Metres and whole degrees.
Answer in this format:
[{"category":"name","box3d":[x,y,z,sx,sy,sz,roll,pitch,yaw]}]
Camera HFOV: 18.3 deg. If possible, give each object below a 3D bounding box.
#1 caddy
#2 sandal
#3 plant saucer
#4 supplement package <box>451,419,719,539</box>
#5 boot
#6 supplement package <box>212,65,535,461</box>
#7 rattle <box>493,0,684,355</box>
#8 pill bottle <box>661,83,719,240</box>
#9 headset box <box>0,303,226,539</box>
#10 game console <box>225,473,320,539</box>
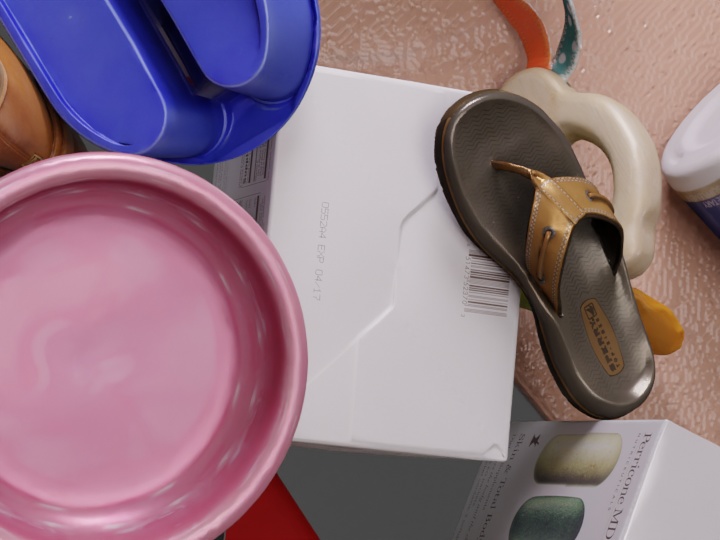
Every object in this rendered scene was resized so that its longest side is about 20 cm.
[{"category":"caddy","box3d":[-0.109,-0.149,1.155,0.141,0.105,0.201,-32,88,16]},{"category":"sandal","box3d":[0.110,-0.009,1.202,0.081,0.054,0.201,-30,101,-26]},{"category":"plant saucer","box3d":[-0.126,0.043,1.063,0.199,0.051,0.202,-2,98,-16]},{"category":"supplement package","box3d":[0.154,0.180,1.249,0.150,0.200,0.153,27,76,-19]},{"category":"boot","box3d":[-0.215,-0.120,1.170,0.077,0.200,0.155,-45,139,0]},{"category":"supplement package","box3d":[0.000,0.000,1.243,0.155,0.111,0.202,8,84,-22]},{"category":"rattle","box3d":[0.143,-0.066,1.334,0.142,0.130,0.201,9,56,-33]},{"category":"pill bottle","box3d":[0.287,-0.028,1.367,0.200,0.111,0.111,45,72,-14]},{"category":"headset box","box3d":[-0.144,0.110,1.133,0.148,0.077,0.201,5,97,-18]},{"category":"game console","box3d":[-0.101,0.226,1.237,0.199,0.119,0.173,-27,128,-22]}]
